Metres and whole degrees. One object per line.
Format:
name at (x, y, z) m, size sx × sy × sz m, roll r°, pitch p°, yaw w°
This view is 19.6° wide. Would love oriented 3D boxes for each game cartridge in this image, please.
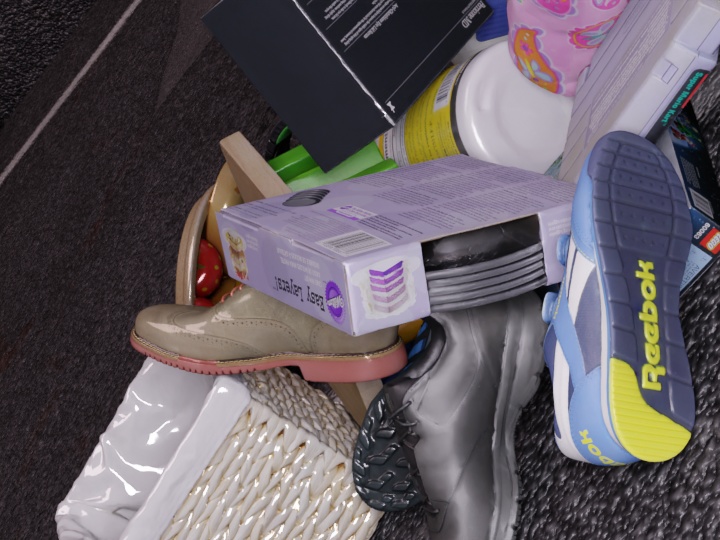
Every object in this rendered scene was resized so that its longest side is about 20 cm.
game cartridge at (0.178, -0.130, 1.264) m, size 0.200 × 0.038 × 0.130 m, roll 122°, pitch 163°, yaw -49°

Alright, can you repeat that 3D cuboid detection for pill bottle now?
pill bottle at (0.076, -0.091, 1.518) m, size 0.200 × 0.111 × 0.112 m, roll -20°, pitch 42°, yaw 62°

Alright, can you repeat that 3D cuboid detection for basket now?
basket at (-0.099, 0.161, 1.491) m, size 0.201 × 0.160 × 0.198 m, roll -59°, pitch 18°, yaw 6°

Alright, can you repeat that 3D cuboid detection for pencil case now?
pencil case at (0.139, -0.195, 1.344) m, size 0.200 × 0.087 × 0.088 m, roll 85°, pitch -155°, yaw -64°

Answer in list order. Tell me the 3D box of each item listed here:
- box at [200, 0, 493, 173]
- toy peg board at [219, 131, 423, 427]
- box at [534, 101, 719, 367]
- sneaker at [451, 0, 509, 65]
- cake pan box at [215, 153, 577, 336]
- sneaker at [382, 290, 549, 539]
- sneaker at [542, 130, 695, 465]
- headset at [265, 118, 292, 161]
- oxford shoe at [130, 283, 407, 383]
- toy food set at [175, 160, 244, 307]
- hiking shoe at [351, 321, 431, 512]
box at (-0.005, -0.181, 1.477) m, size 0.079 × 0.141 × 0.200 m, roll -36°, pitch 9°, yaw 37°
toy peg board at (0.000, 0.000, 1.498) m, size 0.097 × 0.200 × 0.200 m, roll -26°, pitch 27°, yaw -7°
box at (0.163, -0.033, 1.316) m, size 0.137 × 0.038 × 0.200 m, roll -50°, pitch 20°, yaw 25°
sneaker at (0.124, -0.218, 1.571) m, size 0.200 × 0.115 × 0.081 m, roll -50°, pitch 11°, yaw 21°
cake pan box at (0.033, -0.021, 1.273) m, size 0.200 × 0.183 × 0.053 m, roll 20°, pitch 123°, yaw 61°
sneaker at (0.053, 0.104, 1.261) m, size 0.076 × 0.090 × 0.201 m, roll 168°, pitch 111°, yaw -72°
sneaker at (0.139, 0.017, 1.182) m, size 0.082 × 0.074 × 0.201 m, roll -32°, pitch 48°, yaw 55°
headset at (-0.034, -0.045, 1.728) m, size 0.094 × 0.123 × 0.201 m, roll -40°, pitch -30°, yaw -43°
oxford shoe at (-0.063, 0.027, 1.375) m, size 0.199 × 0.075 × 0.070 m, roll 1°, pitch 19°, yaw 22°
toy food set at (-0.105, 0.021, 1.748) m, size 0.048 × 0.199 × 0.201 m, roll -1°, pitch 51°, yaw 14°
hiking shoe at (0.061, 0.072, 1.399) m, size 0.201 × 0.074 × 0.087 m, roll -61°, pitch -8°, yaw 1°
